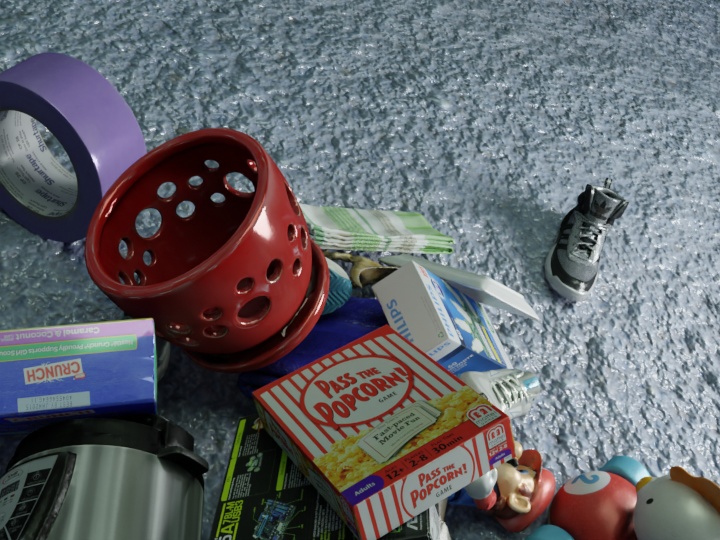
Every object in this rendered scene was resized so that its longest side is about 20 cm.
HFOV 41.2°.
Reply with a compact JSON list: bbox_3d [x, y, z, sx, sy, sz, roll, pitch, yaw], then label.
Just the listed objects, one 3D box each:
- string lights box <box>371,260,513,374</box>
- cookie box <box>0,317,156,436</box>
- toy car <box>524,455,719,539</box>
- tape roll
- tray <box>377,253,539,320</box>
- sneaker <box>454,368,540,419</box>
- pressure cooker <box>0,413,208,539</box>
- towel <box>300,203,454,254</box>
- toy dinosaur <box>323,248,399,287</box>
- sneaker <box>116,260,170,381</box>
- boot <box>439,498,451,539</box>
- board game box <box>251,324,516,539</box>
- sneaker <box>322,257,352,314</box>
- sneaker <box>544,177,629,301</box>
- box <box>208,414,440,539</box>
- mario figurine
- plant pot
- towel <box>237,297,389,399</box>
[{"bbox_3d":[0.097,0.070,1.087,0.200,0.059,0.103,29,32,-57],"label":"string lights box"},{"bbox_3d":[-0.268,0.101,0.862,0.171,0.200,0.075,-4,78,-13],"label":"cookie box"},{"bbox_3d":[0.299,0.252,0.971,0.184,0.200,0.177,-27,63,-40],"label":"toy car"},{"bbox_3d":[-0.347,-0.138,1.090,0.200,0.200,0.085,31,44,9],"label":"tape roll"},{"bbox_3d":[0.117,0.014,1.156,0.107,0.022,0.200,25,-4,-37],"label":"tray"},{"bbox_3d":[0.149,0.131,1.027,0.086,0.200,0.075,-25,80,7],"label":"sneaker"},{"bbox_3d":[-0.221,0.218,0.805,0.175,0.179,0.200,5,50,-8],"label":"pressure cooker"},{"bbox_3d":[0.006,-0.061,1.246,0.199,0.031,0.149,2,21,-22],"label":"towel"},{"bbox_3d":[0.000,0.000,1.152,0.101,0.058,0.200,-1,-5,21],"label":"toy dinosaur"},{"bbox_3d":[-0.233,0.042,1.037,0.077,0.086,0.200,13,44,2],"label":"sneaker"},{"bbox_3d":[0.054,0.250,0.866,0.097,0.075,0.200,56,44,-14],"label":"boot"},{"bbox_3d":[0.014,0.134,0.835,0.151,0.046,0.200,-26,30,-20],"label":"board game box"},{"bbox_3d":[-0.090,0.002,1.101,0.199,0.077,0.081,10,17,31],"label":"sneaker"},{"bbox_3d":[0.320,-0.052,1.349,0.075,0.114,0.200,24,43,1],"label":"sneaker"},{"bbox_3d":[-0.028,0.191,0.851,0.193,0.048,0.200,-14,28,10],"label":"box"},{"bbox_3d":[0.119,0.203,1.005,0.199,0.106,0.124,13,38,-24],"label":"mario figurine"},{"bbox_3d":[-0.138,-0.007,0.941,0.200,0.183,0.201,-15,47,17],"label":"plant pot"},{"bbox_3d":[-0.035,0.080,1.046,0.147,0.050,0.200,2,22,16],"label":"towel"}]
